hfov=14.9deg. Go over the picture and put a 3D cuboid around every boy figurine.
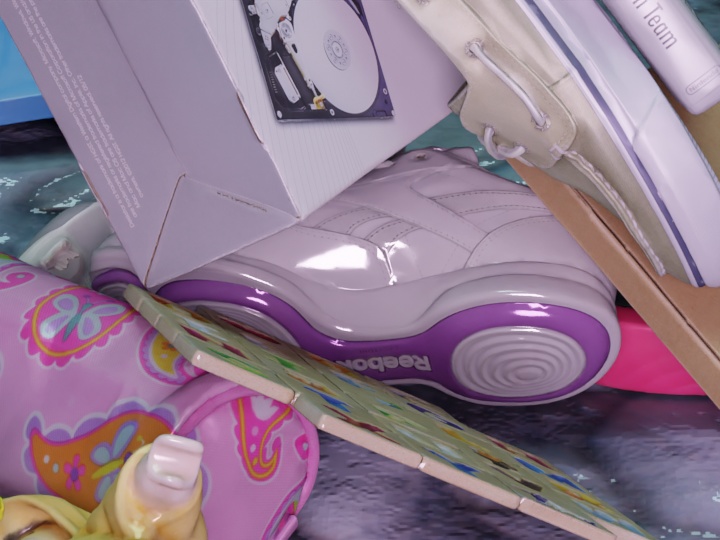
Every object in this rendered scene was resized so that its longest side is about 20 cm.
[{"bbox_3d":[-0.080,0.101,0.805,0.064,0.125,0.200,26,2,-13],"label":"boy figurine"}]

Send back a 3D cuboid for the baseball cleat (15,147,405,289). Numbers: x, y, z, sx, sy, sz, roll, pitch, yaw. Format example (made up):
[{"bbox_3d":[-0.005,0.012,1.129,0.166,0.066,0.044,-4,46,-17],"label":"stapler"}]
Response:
[{"bbox_3d":[-0.071,-0.012,1.115,0.199,0.070,0.106,-27,7,-28],"label":"baseball cleat"}]

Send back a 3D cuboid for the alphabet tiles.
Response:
[{"bbox_3d":[0.008,0.047,0.895,0.166,0.006,0.200,23,2,-16],"label":"alphabet tiles"}]

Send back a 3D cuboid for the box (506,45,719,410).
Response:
[{"bbox_3d":[0.171,-0.005,1.005,0.163,0.021,0.200,-19,56,-31],"label":"box"}]

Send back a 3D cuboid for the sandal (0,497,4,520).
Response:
[{"bbox_3d":[-0.183,0.062,0.866,0.079,0.088,0.199,-33,17,-33],"label":"sandal"}]

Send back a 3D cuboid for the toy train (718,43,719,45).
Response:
[{"bbox_3d":[0.216,-0.071,1.197,0.199,0.056,0.150,-15,-13,-8],"label":"toy train"}]

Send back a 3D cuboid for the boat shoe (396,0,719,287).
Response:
[{"bbox_3d":[0.058,-0.070,0.950,0.062,0.200,0.072,-36,3,5],"label":"boat shoe"}]

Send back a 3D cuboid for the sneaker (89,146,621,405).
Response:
[{"bbox_3d":[0.000,0.000,1.030,0.198,0.075,0.100,4,46,7],"label":"sneaker"}]

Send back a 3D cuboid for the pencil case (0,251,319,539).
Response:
[{"bbox_3d":[-0.107,0.048,0.957,0.199,0.088,0.087,19,33,40],"label":"pencil case"}]

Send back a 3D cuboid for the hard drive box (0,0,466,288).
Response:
[{"bbox_3d":[-0.036,-0.107,0.980,0.076,0.157,0.200,-22,10,34],"label":"hard drive box"}]

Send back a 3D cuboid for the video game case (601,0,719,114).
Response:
[{"bbox_3d":[0.066,-0.149,0.999,0.024,0.182,0.200,-36,10,9],"label":"video game case"}]

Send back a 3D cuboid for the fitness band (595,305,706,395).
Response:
[{"bbox_3d":[0.156,0.002,1.082,0.198,0.038,0.144,-4,28,0],"label":"fitness band"}]

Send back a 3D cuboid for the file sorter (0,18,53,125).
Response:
[{"bbox_3d":[-0.225,-0.140,1.301,0.198,0.124,0.139,-10,25,0],"label":"file sorter"}]
